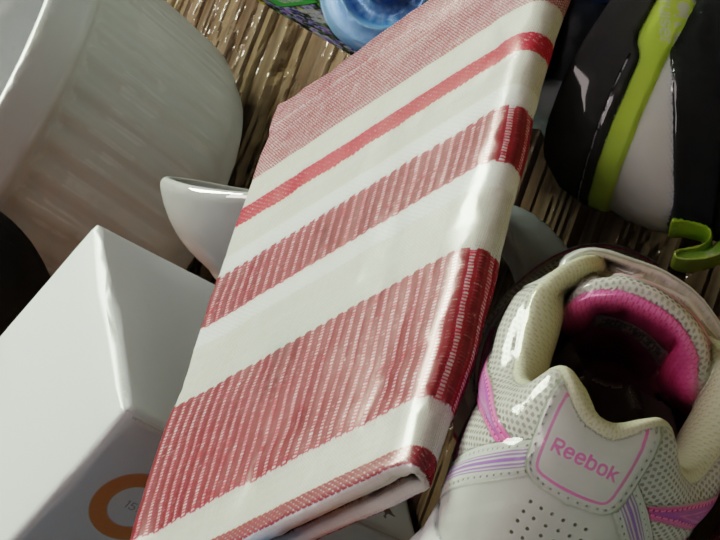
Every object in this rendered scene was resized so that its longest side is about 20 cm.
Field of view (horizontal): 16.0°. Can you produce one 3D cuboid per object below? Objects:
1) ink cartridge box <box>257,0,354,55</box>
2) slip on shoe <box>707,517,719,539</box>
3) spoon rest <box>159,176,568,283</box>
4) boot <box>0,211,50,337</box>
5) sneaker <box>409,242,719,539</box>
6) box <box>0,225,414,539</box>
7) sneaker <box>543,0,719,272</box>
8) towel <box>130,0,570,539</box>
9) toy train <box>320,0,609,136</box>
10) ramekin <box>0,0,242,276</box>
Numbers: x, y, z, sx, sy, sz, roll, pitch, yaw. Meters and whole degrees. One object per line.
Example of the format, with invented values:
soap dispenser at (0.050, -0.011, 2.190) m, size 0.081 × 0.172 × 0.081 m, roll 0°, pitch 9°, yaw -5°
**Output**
ink cartridge box at (-0.026, -0.156, 0.910) m, size 0.050 × 0.199 × 0.109 m, roll 3°, pitch 70°, yaw 56°
slip on shoe at (0.115, 0.085, 0.664) m, size 0.201 × 0.074 × 0.061 m, roll -61°, pitch 9°, yaw 4°
spoon rest at (0.009, -0.006, 0.863) m, size 0.200 × 0.099 × 0.061 m, roll 25°, pitch 101°, yaw 48°
boot at (-0.173, 0.064, 0.976) m, size 0.200 × 0.188 × 0.069 m, roll -36°, pitch 39°, yaw 33°
sneaker at (0.070, 0.035, 0.694) m, size 0.088 × 0.081 × 0.200 m, roll -62°, pitch 2°, yaw 26°
box at (-0.095, 0.104, 0.891) m, size 0.200 × 0.124 × 0.098 m, roll -46°, pitch 35°, yaw 24°
sneaker at (0.131, -0.083, 0.774) m, size 0.200 × 0.083 × 0.072 m, roll -57°, pitch -14°, yaw -18°
towel at (0.000, 0.000, 0.745) m, size 0.144 × 0.023 × 0.201 m, roll -31°, pitch 32°, yaw 45°
toy train at (0.058, -0.133, 0.860) m, size 0.114 × 0.087 × 0.201 m, roll 10°, pitch 83°, yaw 14°
ramekin at (-0.136, -0.036, 1.047) m, size 0.200 × 0.105 × 0.201 m, roll -44°, pitch 26°, yaw 28°
